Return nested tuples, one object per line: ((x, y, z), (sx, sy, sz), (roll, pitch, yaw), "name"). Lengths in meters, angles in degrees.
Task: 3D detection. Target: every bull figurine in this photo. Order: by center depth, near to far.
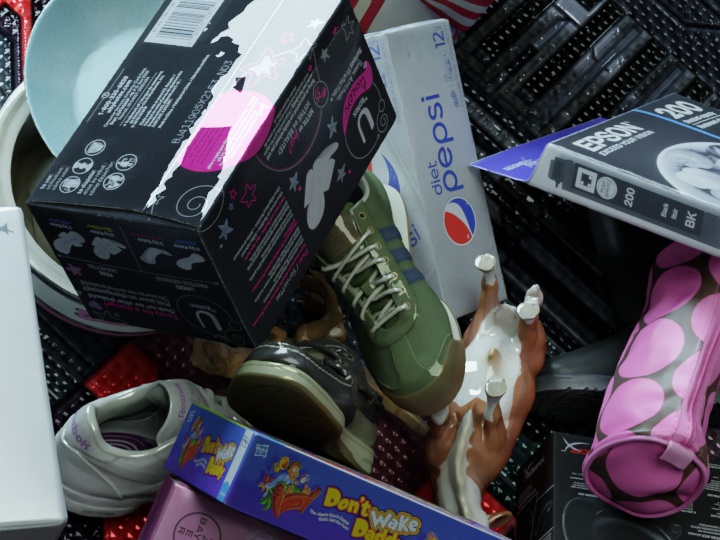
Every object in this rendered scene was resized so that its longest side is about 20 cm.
((0.079, 0.090, 1.563), (0.065, 0.122, 0.200), (10, 53, 9), "bull figurine")

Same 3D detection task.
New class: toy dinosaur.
((-0.026, 0.063, 1.609), (0.200, 0.060, 0.106), (16, 65, -20), "toy dinosaur")

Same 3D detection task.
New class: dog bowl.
((-0.158, -0.045, 1.604), (0.200, 0.074, 0.200), (8, 61, -15), "dog bowl")

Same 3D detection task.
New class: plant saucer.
((-0.126, -0.112, 1.585), (0.201, 0.039, 0.201), (8, 61, -14), "plant saucer")

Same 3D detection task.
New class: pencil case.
((0.212, 0.065, 1.581), (0.091, 0.094, 0.200), (41, 49, -23), "pencil case")

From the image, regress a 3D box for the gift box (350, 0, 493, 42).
((0.028, -0.276, 1.685), (0.184, 0.200, 0.187), (24, 35, -2), "gift box")

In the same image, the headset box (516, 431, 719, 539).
((0.182, 0.221, 1.582), (0.149, 0.077, 0.200), (10, 62, -13), "headset box")

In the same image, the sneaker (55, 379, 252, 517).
((-0.100, 0.112, 1.523), (0.200, 0.100, 0.075), (-3, 56, -27), "sneaker")

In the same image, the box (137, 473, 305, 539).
((-0.059, 0.243, 1.438), (0.200, 0.097, 0.176), (24, 85, -6), "box")

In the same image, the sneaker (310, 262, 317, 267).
((0.001, -0.085, 1.679), (0.079, 0.075, 0.200), (21, 59, -10), "sneaker")

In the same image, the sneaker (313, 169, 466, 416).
((0.000, 0.000, 1.518), (0.090, 0.067, 0.200), (38, 24, -42), "sneaker")

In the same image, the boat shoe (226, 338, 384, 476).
((-0.029, 0.073, 1.467), (0.072, 0.201, 0.066), (11, 73, 18), "boat shoe")

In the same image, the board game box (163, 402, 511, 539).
((-0.004, 0.143, 1.413), (0.200, 0.134, 0.045), (25, 86, -20), "board game box")

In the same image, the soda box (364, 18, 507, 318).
((0.037, -0.066, 1.632), (0.068, 0.063, 0.200), (-19, 98, -46), "soda box")

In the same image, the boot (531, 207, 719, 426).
((0.180, 0.007, 1.696), (0.165, 0.066, 0.200), (6, 65, -25), "boot")

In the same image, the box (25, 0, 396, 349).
((-0.087, -0.067, 1.461), (0.132, 0.115, 0.200), (9, 52, 30), "box")

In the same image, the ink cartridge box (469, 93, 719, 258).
((0.209, -0.075, 1.647), (0.200, 0.043, 0.198), (21, 24, 27), "ink cartridge box")

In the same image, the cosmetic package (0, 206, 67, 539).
((-0.260, 0.096, 1.422), (0.123, 0.200, 0.200), (-2, 64, -20), "cosmetic package")
